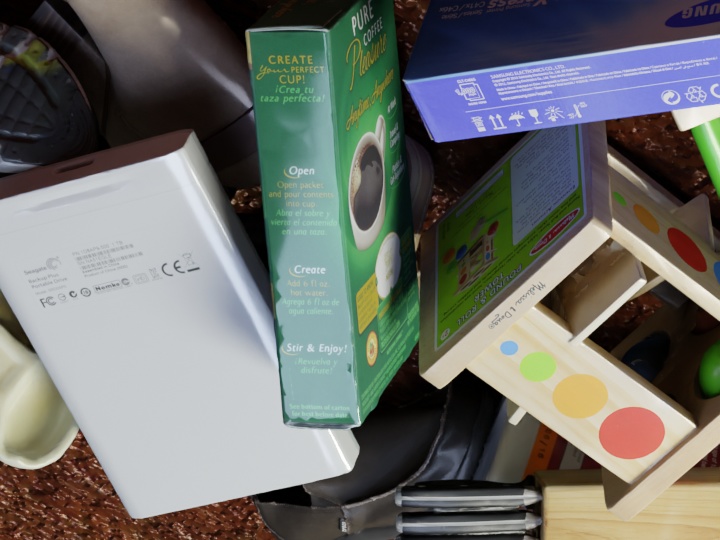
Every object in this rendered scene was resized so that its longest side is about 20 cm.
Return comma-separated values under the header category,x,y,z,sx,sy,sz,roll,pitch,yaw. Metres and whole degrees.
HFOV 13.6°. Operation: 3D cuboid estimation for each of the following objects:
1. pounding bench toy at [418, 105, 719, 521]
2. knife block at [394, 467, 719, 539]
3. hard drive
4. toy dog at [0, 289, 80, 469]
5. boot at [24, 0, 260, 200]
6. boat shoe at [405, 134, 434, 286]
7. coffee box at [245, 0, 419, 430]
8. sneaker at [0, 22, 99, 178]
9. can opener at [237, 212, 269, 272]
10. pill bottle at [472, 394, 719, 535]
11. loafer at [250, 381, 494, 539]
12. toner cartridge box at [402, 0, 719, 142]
category,x,y,z,sx,sy,sz,roll,pitch,yaw
pounding bench toy,0.152,-0.002,1.490,0.156,0.124,0.200,35,118,-21
knife block,0.123,0.128,1.564,0.176,0.064,0.200,44,92,-5
hard drive,-0.100,0.030,1.504,0.132,0.027,0.200,-14,120,24
toy dog,-0.218,0.016,1.637,0.139,0.194,0.200,36,159,-17
boot,-0.083,-0.109,1.489,0.146,0.070,0.200,40,154,-7
boat shoe,0.000,0.000,1.607,0.064,0.071,0.200,-3,140,-31
coffee box,-0.011,-0.038,1.460,0.044,0.123,0.201,1,111,16
sneaker,-0.200,-0.084,1.558,0.200,0.075,0.085,24,162,37
can opener,-0.082,-0.006,1.594,0.200,0.079,0.064,11,126,55
pill bottle,0.163,0.136,1.654,0.199,0.113,0.113,20,140,-2
loafer,0.000,0.114,1.719,0.071,0.073,0.200,33,138,-20
toner cartridge box,0.126,-0.117,1.398,0.199,0.095,0.043,-7,134,26
